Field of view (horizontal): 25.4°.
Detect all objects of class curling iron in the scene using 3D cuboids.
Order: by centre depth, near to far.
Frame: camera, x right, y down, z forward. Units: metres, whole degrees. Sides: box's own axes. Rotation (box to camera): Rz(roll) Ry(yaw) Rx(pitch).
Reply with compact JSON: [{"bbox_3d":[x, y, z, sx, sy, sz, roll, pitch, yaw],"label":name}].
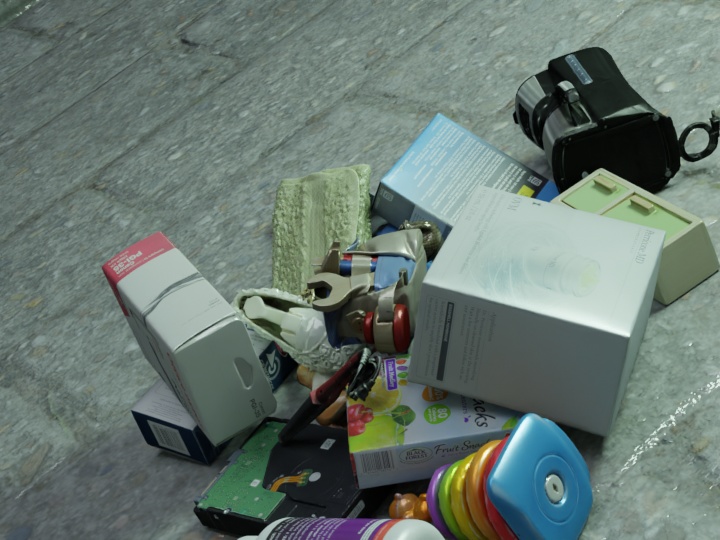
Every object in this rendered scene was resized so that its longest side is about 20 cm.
[{"bbox_3d":[-0.037,0.129,1.573,0.200,0.025,0.050,-39,27,51],"label":"curling iron"}]

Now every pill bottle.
[{"bbox_3d":[-0.023,0.275,1.410,0.199,0.113,0.113,-5,36,35],"label":"pill bottle"}]

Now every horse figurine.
[{"bbox_3d":[-0.014,0.120,1.708,0.132,0.050,0.200,-35,34,15],"label":"horse figurine"}]

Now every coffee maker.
[{"bbox_3d":[0.294,-0.168,1.878,0.191,0.135,0.200,2,29,-10],"label":"coffee maker"}]

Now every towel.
[{"bbox_3d":[-0.048,-0.023,1.878,0.148,0.036,0.201,-12,69,37],"label":"towel"}]

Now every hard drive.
[{"bbox_3d":[-0.061,0.217,1.614,0.199,0.038,0.140,4,41,42],"label":"hard drive"}]

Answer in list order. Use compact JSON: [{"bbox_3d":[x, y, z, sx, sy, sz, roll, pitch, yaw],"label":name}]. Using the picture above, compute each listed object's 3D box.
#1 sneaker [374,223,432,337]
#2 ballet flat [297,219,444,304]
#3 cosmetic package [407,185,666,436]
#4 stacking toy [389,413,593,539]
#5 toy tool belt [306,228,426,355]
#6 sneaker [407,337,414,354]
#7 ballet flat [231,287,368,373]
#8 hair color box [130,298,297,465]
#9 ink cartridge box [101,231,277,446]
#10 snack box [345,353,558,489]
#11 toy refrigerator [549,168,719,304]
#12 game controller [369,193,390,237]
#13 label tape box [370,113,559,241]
[{"bbox_3d":[0.060,0.008,1.827,0.078,0.066,0.200,-19,32,9],"label":"sneaker"},{"bbox_3d":[0.000,0.000,1.775,0.200,0.046,0.068,-29,43,15],"label":"ballet flat"},{"bbox_3d":[0.173,0.033,1.533,0.199,0.123,0.200,16,34,12],"label":"cosmetic package"},{"bbox_3d":[0.102,0.210,1.448,0.200,0.116,0.110,-18,26,44],"label":"stacking toy"},{"bbox_3d":[-0.002,0.031,1.621,0.122,0.125,0.200,-2,22,11],"label":"toy tool belt"},{"bbox_3d":[0.124,0.033,1.692,0.084,0.073,0.201,12,76,38],"label":"sneaker"},{"bbox_3d":[-0.075,0.061,1.727,0.072,0.072,0.200,-41,33,-23],"label":"ballet flat"},{"bbox_3d":[-0.155,0.123,1.808,0.100,0.061,0.200,13,48,36],"label":"hair color box"},{"bbox_3d":[-0.184,0.071,1.712,0.083,0.147,0.200,-30,38,-14],"label":"ink cartridge box"},{"bbox_3d":[0.087,0.136,1.558,0.199,0.053,0.142,-8,35,3],"label":"snack box"},{"bbox_3d":[0.290,-0.042,1.709,0.076,0.070,0.200,-33,29,-10],"label":"toy refrigerator"},{"bbox_3d":[-0.027,-0.070,2.060,0.104,0.042,0.200,-21,26,-20],"label":"game controller"},{"bbox_3d":[0.134,-0.078,1.875,0.200,0.063,0.144,33,53,10],"label":"label tape box"}]
